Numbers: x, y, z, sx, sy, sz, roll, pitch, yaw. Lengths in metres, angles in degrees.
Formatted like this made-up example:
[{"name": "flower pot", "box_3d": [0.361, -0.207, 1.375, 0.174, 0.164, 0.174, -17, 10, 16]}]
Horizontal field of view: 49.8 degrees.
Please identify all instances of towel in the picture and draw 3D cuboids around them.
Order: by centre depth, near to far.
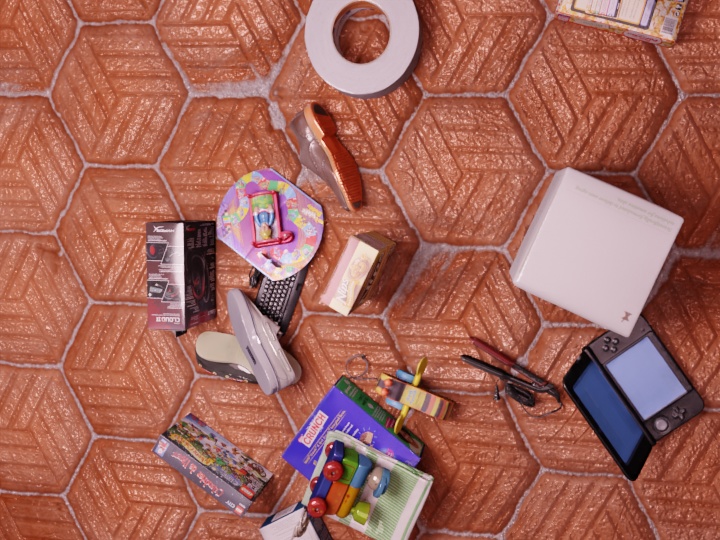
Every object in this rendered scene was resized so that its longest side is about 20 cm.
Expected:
[{"name": "towel", "box_3d": [0.011, 0.380, 1.336, 0.197, 0.023, 0.155, 23, 102, 7]}]

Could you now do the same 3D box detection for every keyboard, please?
[{"name": "keyboard", "box_3d": [-0.156, 0.015, 1.400, 0.102, 0.040, 0.204, 20, 97, 7]}]

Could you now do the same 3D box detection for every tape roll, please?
[{"name": "tape roll", "box_3d": [0.006, -0.399, 1.320, 0.196, 0.066, 0.205, 1, 96, 9]}]

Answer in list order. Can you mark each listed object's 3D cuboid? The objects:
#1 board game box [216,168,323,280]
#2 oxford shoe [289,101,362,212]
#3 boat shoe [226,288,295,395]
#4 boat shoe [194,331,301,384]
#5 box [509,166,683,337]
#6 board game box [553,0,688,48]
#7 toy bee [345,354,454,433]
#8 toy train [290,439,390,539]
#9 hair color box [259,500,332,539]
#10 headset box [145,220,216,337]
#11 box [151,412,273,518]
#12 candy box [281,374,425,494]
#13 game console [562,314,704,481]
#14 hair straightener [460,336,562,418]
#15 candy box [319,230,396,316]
[{"name": "board game box", "box_3d": [-0.163, -0.087, 1.372, 0.199, 0.039, 0.159, 37, 90, 9]}, {"name": "oxford shoe", "box_3d": [-0.059, -0.188, 1.359, 0.072, 0.071, 0.203, -26, 86, 31]}, {"name": "boat shoe", "box_3d": [-0.174, 0.118, 1.377, 0.069, 0.071, 0.202, -18, 69, -31]}, {"name": "boat shoe", "box_3d": [-0.205, 0.167, 1.414, 0.197, 0.063, 0.075, 16, 55, -4]}, {"name": "box", "box_3d": [0.366, -0.034, 1.237, 0.196, 0.171, 0.203, 25, 99, 6]}, {"name": "board game box", "box_3d": [0.430, -0.463, 1.250, 0.196, 0.046, 0.155, 18, 98, 8]}, {"name": "toy bee", "box_3d": [0.066, 0.215, 1.340, 0.195, 0.109, 0.134, 1, 87, 4]}, {"name": "toy train", "box_3d": [-0.035, 0.398, 1.304, 0.114, 0.085, 0.203, 22, 103, -5]}, {"name": "hair color box", "box_3d": [-0.094, 0.534, 1.426, 0.099, 0.060, 0.203, -27, 90, 11]}, {"name": "headset box", "box_3d": [-0.314, 0.014, 1.371, 0.073, 0.149, 0.205, 1, 96, 11]}, {"name": "box", "box_3d": [-0.263, 0.347, 1.399, 0.198, 0.137, 0.038, 35, 100, 5]}, {"name": "candy box", "box_3d": [-0.013, 0.321, 1.384, 0.199, 0.077, 0.170, 39, 102, 3]}, {"name": "game console", "box_3d": [0.451, 0.203, 1.273, 0.175, 0.116, 0.202, -36, 89, 11]}, {"name": "hair straightener", "box_3d": [0.260, 0.196, 1.350, 0.197, 0.041, 0.078, 30, 99, 1]}, {"name": "candy box", "box_3d": [0.000, 0.000, 1.290, 0.055, 0.200, 0.117, 27, 100, 6]}]
